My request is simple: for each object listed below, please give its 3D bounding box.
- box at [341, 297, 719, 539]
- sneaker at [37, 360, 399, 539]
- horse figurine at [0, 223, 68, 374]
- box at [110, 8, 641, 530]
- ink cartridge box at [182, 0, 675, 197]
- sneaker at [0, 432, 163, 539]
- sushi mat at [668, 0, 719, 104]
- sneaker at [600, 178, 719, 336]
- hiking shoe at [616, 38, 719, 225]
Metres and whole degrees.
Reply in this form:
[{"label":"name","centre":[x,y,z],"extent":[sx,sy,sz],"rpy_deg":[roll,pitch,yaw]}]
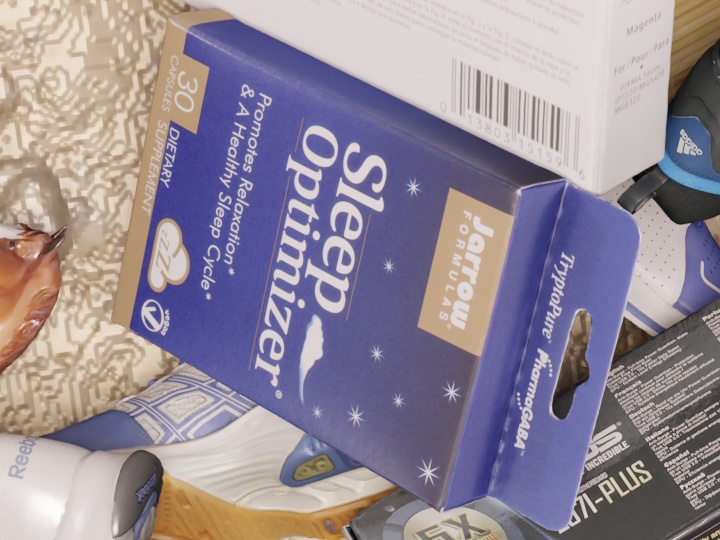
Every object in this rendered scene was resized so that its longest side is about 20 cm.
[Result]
[{"label":"box","centre":[0.119,0.114,1.070],"extent":[0.200,0.086,0.164],"rpy_deg":[-31,136,-1]},{"label":"sneaker","centre":[-0.052,0.064,1.099],"extent":[0.200,0.088,0.075],"rpy_deg":[-11,133,9]},{"label":"horse figurine","centre":[-0.196,0.064,1.090],"extent":[0.132,0.050,0.200],"rpy_deg":[15,89,-4]},{"label":"box","centre":[0.000,0.000,1.007],"extent":[0.200,0.032,0.121],"rpy_deg":[27,115,33]},{"label":"ink cartridge box","centre":[0.018,-0.138,0.977],"extent":[0.044,0.200,0.174],"rpy_deg":[-30,135,-38]},{"label":"sneaker","centre":[-0.133,0.130,1.070],"extent":[0.087,0.075,0.200],"rpy_deg":[20,124,1]},{"label":"sushi mat","centre":[0.130,-0.108,1.072],"extent":[0.200,0.012,0.096],"rpy_deg":[-30,105,-32]},{"label":"sneaker","centre":[0.088,-0.066,1.089],"extent":[0.199,0.081,0.115],"rpy_deg":[42,93,-7]},{"label":"hiking shoe","centre":[0.167,-0.055,1.069],"extent":[0.087,0.200,0.074],"rpy_deg":[-43,63,27]}]
